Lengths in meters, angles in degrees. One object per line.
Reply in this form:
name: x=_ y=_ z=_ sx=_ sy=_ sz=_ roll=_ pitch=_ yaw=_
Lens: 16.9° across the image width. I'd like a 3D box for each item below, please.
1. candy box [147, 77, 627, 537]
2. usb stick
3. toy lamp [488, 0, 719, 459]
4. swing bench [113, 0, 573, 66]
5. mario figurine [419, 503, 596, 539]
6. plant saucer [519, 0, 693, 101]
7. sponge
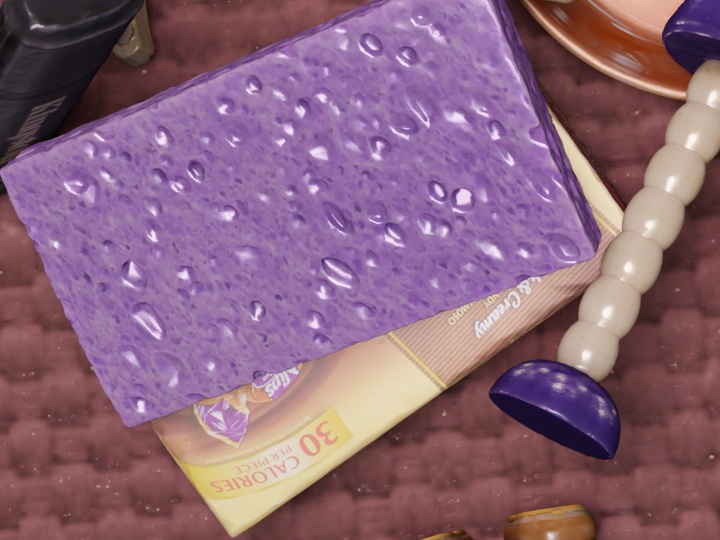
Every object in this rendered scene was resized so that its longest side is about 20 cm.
candy box: x=0.000 y=0.000 z=0.951 sx=0.200 sy=0.056 sz=0.117 roll=-35 pitch=89 yaw=7
usb stick: x=-0.125 y=-0.067 z=0.891 sx=0.055 sy=0.200 sz=0.033 roll=-32 pitch=87 yaw=-25
toy lamp: x=0.112 y=-0.031 z=0.891 sx=0.058 sy=0.058 sz=0.200 roll=29 pitch=78 yaw=4
swing bench: x=-0.046 y=-0.170 z=0.856 sx=0.200 sy=0.199 sz=0.130 roll=-6 pitch=77 yaw=20
mario figurine: x=0.074 y=0.193 z=0.924 sx=0.123 sy=0.106 sz=0.200 roll=-21 pitch=81 yaw=40
plant saucer: x=0.143 y=-0.165 z=0.942 sx=0.200 sy=0.032 sz=0.201 roll=0 pitch=93 yaw=6
sponge: x=-0.023 y=-0.025 z=0.874 sx=0.200 sy=0.030 sz=0.112 roll=-21 pitch=102 yaw=21
